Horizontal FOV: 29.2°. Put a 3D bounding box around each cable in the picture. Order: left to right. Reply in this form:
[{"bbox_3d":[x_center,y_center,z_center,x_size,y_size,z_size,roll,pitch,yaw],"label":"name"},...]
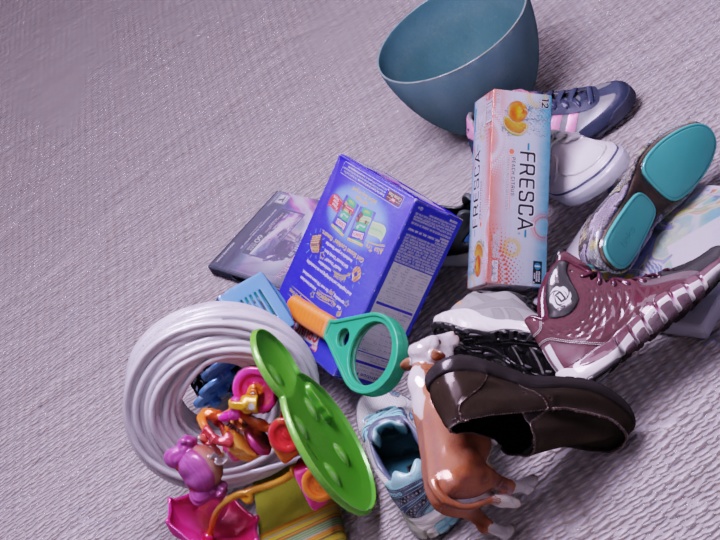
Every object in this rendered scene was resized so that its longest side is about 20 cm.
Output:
[{"bbox_3d":[-0.138,0.123,1.368,0.198,0.201,0.069,-24,27,0],"label":"cable"}]

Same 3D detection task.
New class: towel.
[{"bbox_3d":[-0.061,0.232,1.363,0.085,0.018,0.201,-24,33,5],"label":"towel"}]

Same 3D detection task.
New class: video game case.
[{"bbox_3d":[-0.087,-0.033,1.714,0.199,0.019,0.143,14,57,50],"label":"video game case"},{"bbox_3d":[0.293,-0.017,1.364,0.199,0.022,0.183,7,51,46],"label":"video game case"}]

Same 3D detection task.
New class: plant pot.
[{"bbox_3d":[0.137,-0.241,1.676,0.198,0.135,0.201,-23,34,16],"label":"plant pot"}]

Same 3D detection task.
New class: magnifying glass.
[{"bbox_3d":[-0.017,0.066,1.384,0.199,0.022,0.080,27,96,51],"label":"magnifying glass"}]

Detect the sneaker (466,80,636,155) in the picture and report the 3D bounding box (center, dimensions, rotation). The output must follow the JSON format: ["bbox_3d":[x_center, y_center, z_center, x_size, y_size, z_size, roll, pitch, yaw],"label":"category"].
[{"bbox_3d":[0.214,-0.179,1.579,0.198,0.082,0.070,-25,34,13],"label":"sneaker"}]

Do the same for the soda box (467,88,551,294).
[{"bbox_3d":[0.153,-0.080,1.413,0.064,0.068,0.203,156,118,-75],"label":"soda box"}]

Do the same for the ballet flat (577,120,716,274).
[{"bbox_3d":[0.277,-0.075,1.374,0.072,0.072,0.201,14,55,48],"label":"ballet flat"}]

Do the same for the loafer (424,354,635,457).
[{"bbox_3d":[0.146,0.132,1.184,0.073,0.198,0.072,123,154,-49],"label":"loafer"}]

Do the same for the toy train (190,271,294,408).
[{"bbox_3d":[-0.139,0.080,1.481,0.114,0.087,0.200,-28,-13,-20],"label":"toy train"}]

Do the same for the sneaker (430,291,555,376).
[{"bbox_3d":[0.156,0.056,1.346,0.079,0.074,0.199,-45,34,-25],"label":"sneaker"}]

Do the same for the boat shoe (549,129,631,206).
[{"bbox_3d":[0.207,-0.114,1.464,0.074,0.067,0.200,-51,16,-16],"label":"boat shoe"}]

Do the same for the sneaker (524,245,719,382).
[{"bbox_3d":[0.233,0.011,1.242,0.199,0.076,0.116,-36,77,-10],"label":"sneaker"}]

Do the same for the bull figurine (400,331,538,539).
[{"bbox_3d":[0.092,0.146,1.232,0.065,0.121,0.201,-47,27,33],"label":"bull figurine"}]

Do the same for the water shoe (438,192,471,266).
[{"bbox_3d":[0.058,-0.041,1.542,0.198,0.079,0.072,-14,38,28],"label":"water shoe"}]

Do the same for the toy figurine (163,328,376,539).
[{"bbox_3d":[-0.114,0.185,1.303,0.183,0.201,0.150,-32,7,14],"label":"toy figurine"}]

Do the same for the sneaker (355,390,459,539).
[{"bbox_3d":[0.038,0.158,1.304,0.077,0.087,0.200,-34,33,0],"label":"sneaker"}]

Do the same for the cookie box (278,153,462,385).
[{"bbox_3d":[0.000,0.000,1.470,0.171,0.075,0.202,36,103,54],"label":"cookie box"}]
